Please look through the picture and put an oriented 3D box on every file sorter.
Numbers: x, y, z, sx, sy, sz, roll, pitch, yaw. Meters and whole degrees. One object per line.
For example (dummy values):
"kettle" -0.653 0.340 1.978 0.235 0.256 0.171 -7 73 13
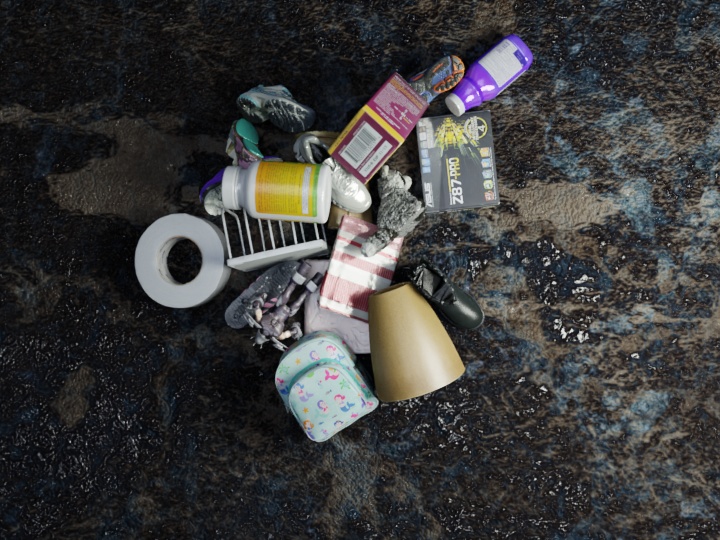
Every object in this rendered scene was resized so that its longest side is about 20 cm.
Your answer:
"file sorter" -0.175 -0.083 1.424 0.197 0.139 0.126 -11 85 4

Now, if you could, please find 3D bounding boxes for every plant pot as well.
"plant pot" 0.091 0.131 1.362 0.184 0.186 0.203 -18 94 4

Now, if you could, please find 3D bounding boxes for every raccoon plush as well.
"raccoon plush" 0.044 -0.132 1.391 0.134 0.097 0.199 46 50 13

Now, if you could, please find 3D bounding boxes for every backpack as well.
"backpack" -0.078 0.233 1.394 0.176 0.151 0.201 -32 94 5

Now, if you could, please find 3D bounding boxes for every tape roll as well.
"tape roll" -0.382 -0.020 1.473 0.197 0.066 0.204 0 90 5

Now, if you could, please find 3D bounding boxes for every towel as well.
"towel" -0.028 0.076 1.461 0.188 0.032 0.203 0 89 4
"towel" 0.000 0.000 1.412 0.142 0.023 0.203 19 82 -17

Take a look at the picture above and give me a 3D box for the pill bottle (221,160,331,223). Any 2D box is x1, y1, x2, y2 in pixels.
"pill bottle" -0.159 -0.153 1.305 0.197 0.111 0.113 4 89 4

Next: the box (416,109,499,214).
"box" 0.204 -0.227 1.439 0.159 0.049 0.203 -5 88 8

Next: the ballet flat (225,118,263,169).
"ballet flat" -0.246 -0.252 1.419 0.069 0.201 0.071 28 111 -32

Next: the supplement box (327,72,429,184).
"supplement box" 0.038 -0.285 1.356 0.103 0.201 0.131 40 131 -7

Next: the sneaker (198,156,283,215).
"sneaker" -0.262 -0.202 1.464 0.199 0.070 0.099 -30 43 -17

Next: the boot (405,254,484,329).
"boot" 0.175 0.050 1.380 0.198 0.162 0.073 43 92 4

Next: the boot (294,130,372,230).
"boot" -0.055 -0.188 1.438 0.172 0.066 0.203 2 90 -10

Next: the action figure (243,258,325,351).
"action figure" -0.154 0.077 1.396 0.130 0.069 0.201 41 82 -20

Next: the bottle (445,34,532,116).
"bottle" 0.263 -0.400 1.414 0.200 0.065 0.084 -42 88 -8

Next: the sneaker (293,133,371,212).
"sneaker" -0.053 -0.193 1.370 0.200 0.081 0.075 44 81 -13

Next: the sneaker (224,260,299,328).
"sneaker" -0.208 0.049 1.457 0.199 0.082 0.071 -35 91 -13

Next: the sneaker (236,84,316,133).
"sneaker" -0.167 -0.354 1.429 0.198 0.078 0.087 21 57 29

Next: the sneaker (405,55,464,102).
"sneaker" 0.132 -0.383 1.440 0.198 0.079 0.076 -25 105 19
